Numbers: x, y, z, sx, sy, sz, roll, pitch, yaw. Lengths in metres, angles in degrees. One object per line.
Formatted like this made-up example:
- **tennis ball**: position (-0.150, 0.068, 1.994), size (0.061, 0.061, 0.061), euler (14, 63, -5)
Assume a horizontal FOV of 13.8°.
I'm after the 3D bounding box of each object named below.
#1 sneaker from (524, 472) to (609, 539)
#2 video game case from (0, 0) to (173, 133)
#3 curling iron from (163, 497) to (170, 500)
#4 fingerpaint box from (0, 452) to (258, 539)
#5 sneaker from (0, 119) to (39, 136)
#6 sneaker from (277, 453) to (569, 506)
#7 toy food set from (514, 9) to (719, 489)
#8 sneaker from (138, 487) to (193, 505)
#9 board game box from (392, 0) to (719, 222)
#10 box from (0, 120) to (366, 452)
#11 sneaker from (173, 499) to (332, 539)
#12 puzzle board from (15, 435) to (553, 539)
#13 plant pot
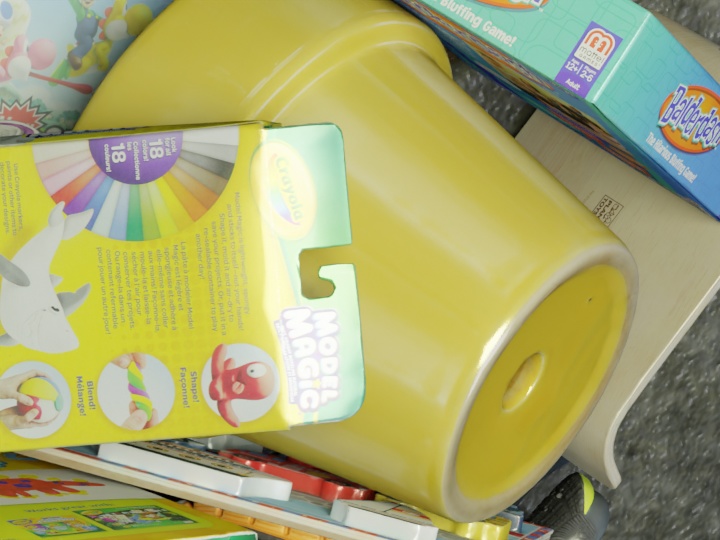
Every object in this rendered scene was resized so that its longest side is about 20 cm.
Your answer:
- **sneaker**: position (0.102, 0.160, 1.401), size (0.074, 0.081, 0.200), euler (-46, 163, -18)
- **video game case**: position (-0.110, -0.074, 1.249), size (0.143, 0.017, 0.200), euler (15, 102, -37)
- **curling iron**: position (-0.116, 0.178, 1.258), size (0.026, 0.050, 0.200), euler (0, 128, -39)
- **fingerpaint box**: position (-0.169, 0.121, 1.122), size (0.200, 0.167, 0.073), euler (-2, 100, -40)
- **sneaker**: position (-0.198, 0.015, 1.196), size (0.200, 0.075, 0.100), euler (-37, 127, 2)
- **sneaker**: position (0.016, 0.108, 1.380), size (0.200, 0.078, 0.066), euler (-31, 127, -16)
- **toy food set**: position (0.126, -0.014, 1.352), size (0.200, 0.144, 0.060), euler (-53, 138, -2)
- **sneaker**: position (-0.156, 0.131, 1.277), size (0.200, 0.075, 0.090), euler (-31, 130, -20)
- **board game box**: position (0.078, -0.095, 1.233), size (0.045, 0.152, 0.200), euler (-57, 155, 2)
- **box**: position (-0.099, 0.006, 1.110), size (0.200, 0.048, 0.117), euler (-4, 93, 9)
- **sneaker**: position (-0.011, 0.145, 1.231), size (0.078, 0.200, 0.077), euler (30, 75, -64)
- **puzzle board**: position (-0.027, 0.088, 1.232), size (0.151, 0.200, 0.017), euler (2, 101, -77)
- **plant pot**: position (0.000, 0.000, 1.205), size (0.201, 0.189, 0.201), euler (-41, 150, -30)
